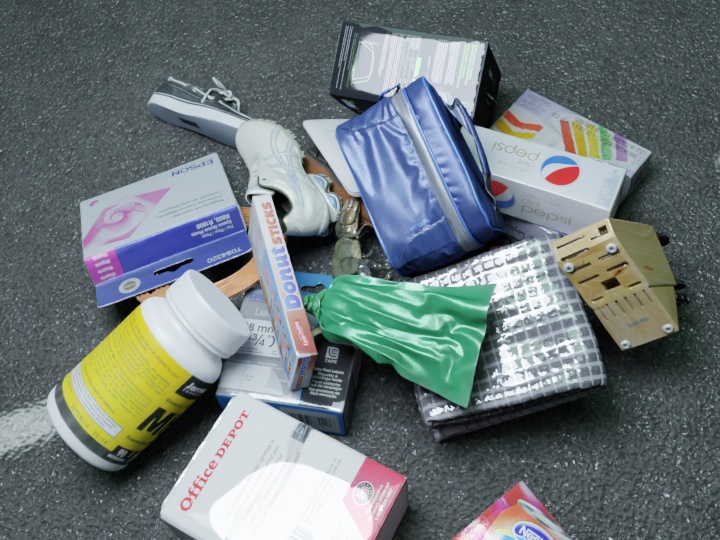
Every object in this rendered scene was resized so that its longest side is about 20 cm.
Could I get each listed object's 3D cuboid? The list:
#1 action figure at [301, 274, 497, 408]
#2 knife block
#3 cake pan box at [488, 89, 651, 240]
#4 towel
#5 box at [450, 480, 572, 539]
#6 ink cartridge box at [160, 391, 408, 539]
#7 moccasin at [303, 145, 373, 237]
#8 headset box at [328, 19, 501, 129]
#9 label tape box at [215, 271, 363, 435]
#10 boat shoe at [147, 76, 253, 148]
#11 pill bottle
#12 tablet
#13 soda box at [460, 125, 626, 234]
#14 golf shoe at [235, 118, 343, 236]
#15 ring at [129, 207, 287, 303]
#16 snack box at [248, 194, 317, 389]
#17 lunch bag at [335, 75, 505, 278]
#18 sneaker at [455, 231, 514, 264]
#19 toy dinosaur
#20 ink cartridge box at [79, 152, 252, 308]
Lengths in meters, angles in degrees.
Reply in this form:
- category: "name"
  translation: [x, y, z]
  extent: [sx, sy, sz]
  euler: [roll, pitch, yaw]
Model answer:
- category: "action figure"
  translation: [0.029, 0.051, 0.804]
  extent: [0.197, 0.055, 0.120]
  euler: [13, 79, 22]
- category: "knife block"
  translation: [0.278, -0.017, 0.852]
  extent: [0.063, 0.200, 0.177]
  euler: [-26, 30, 32]
- category: "cake pan box"
  translation: [0.237, -0.119, 1.019]
  extent: [0.199, 0.053, 0.184]
  euler: [36, 69, 26]
- category: "towel"
  translation: [0.137, 0.068, 0.831]
  extent: [0.197, 0.086, 0.168]
  euler: [-18, 73, 12]
- category: "box"
  translation: [0.129, 0.272, 0.675]
  extent: [0.095, 0.201, 0.100]
  euler: [-34, 58, -14]
- category: "ink cartridge box"
  translation: [-0.071, 0.234, 0.794]
  extent: [0.198, 0.085, 0.146]
  euler: [23, 61, 19]
- category: "moccasin"
  translation: [-0.004, -0.083, 1.010]
  extent: [0.200, 0.079, 0.073]
  euler: [32, 39, 29]
- category: "headset box"
  translation: [0.082, -0.238, 1.033]
  extent: [0.197, 0.174, 0.095]
  euler: [12, 94, 14]
- category: "label tape box"
  translation: [-0.067, 0.072, 0.916]
  extent: [0.142, 0.064, 0.203]
  euler: [6, 57, 10]
- category: "boat shoe"
  translation: [-0.204, -0.225, 1.127]
  extent: [0.197, 0.074, 0.069]
  euler: [20, 74, 29]
- category: "pill bottle"
  translation: [-0.218, 0.102, 0.847]
  extent: [0.200, 0.114, 0.115]
  euler: [-43, 59, 4]
- category: "tablet"
  translation: [0.013, -0.148, 1.029]
  extent: [0.128, 0.014, 0.201]
  euler: [-4, 36, -22]
- category: "soda box"
  translation: [0.199, -0.102, 0.940]
  extent: [0.197, 0.069, 0.064]
  euler: [21, 62, 19]
- category: "golf shoe"
  translation: [-0.110, -0.117, 0.995]
  extent: [0.096, 0.079, 0.200]
  euler: [-17, 52, -41]
- category: "ring"
  translation: [-0.182, -0.013, 0.978]
  extent: [0.197, 0.019, 0.202]
  euler: [-10, 36, 7]
- category: "snack box"
  translation: [-0.086, 0.020, 0.862]
  extent: [0.024, 0.072, 0.202]
  euler: [-8, 58, -19]
- category: "lunch bag"
  translation: [0.070, -0.106, 0.863]
  extent: [0.131, 0.136, 0.203]
  euler: [-25, 84, 14]
- category: "sneaker"
  translation: [0.145, 0.006, 0.922]
  extent: [0.075, 0.084, 0.202]
  euler: [-15, 57, -3]
- category: "toy dinosaur"
  translation: [0.000, 0.000, 0.904]
  extent: [0.087, 0.048, 0.202]
  euler: [-2, 46, 15]
- category: "ink cartridge box"
  translation: [-0.247, -0.058, 1.005]
  extent: [0.194, 0.044, 0.201]
  euler: [-21, 37, -8]
